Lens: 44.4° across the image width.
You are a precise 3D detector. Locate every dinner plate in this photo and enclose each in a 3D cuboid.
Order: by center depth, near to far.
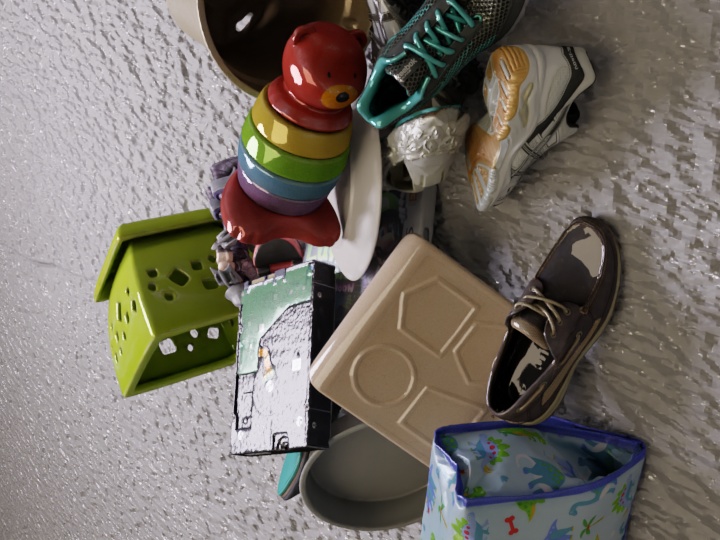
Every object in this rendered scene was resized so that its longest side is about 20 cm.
[{"bbox_3d":[-0.017,-0.091,0.913,0.200,0.024,0.203,180,90,-74],"label":"dinner plate"}]

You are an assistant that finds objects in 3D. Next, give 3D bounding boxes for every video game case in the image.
[{"bbox_3d":[0.000,0.000,0.971,0.199,0.023,0.185,-1,81,50],"label":"video game case"}]

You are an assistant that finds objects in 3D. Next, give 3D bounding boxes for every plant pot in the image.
[{"bbox_3d":[-0.112,-0.288,0.909,0.183,0.198,0.203,31,130,51],"label":"plant pot"},{"bbox_3d":[-0.251,0.034,1.217,0.183,0.197,0.200,61,143,18],"label":"plant pot"}]

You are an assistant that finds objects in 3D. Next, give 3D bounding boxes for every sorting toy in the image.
[{"bbox_3d":[0.076,0.090,0.868,0.199,0.036,0.186,36,104,-2],"label":"sorting toy"}]

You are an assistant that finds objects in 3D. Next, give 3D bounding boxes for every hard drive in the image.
[{"bbox_3d":[-0.086,0.100,0.980,0.139,0.038,0.203,-17,65,44],"label":"hard drive"}]

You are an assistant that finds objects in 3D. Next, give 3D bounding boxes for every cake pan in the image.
[{"bbox_3d":[0.028,0.219,0.991,0.037,0.197,0.202,-102,21,-49],"label":"cake pan"}]

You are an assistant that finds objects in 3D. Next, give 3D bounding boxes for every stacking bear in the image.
[{"bbox_3d":[-0.053,-0.134,0.821,0.201,0.120,0.114,-65,36,38],"label":"stacking bear"}]

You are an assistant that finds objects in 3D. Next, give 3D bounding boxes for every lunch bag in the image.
[{"bbox_3d":[0.162,0.235,0.830,0.128,0.197,0.172,-110,21,-59],"label":"lunch bag"}]

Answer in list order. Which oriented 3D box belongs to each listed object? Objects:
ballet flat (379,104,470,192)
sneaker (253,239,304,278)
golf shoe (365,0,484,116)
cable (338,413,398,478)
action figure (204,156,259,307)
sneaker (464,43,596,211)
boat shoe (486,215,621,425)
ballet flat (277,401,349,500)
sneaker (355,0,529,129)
[{"bbox_3d":[0.056,-0.109,0.835,0.200,0.071,0.073,179,71,-77],"label":"ballet flat"},{"bbox_3d":[-0.081,0.020,1.117,0.087,0.073,0.202,-92,-7,-55],"label":"sneaker"},{"bbox_3d":[0.031,-0.232,0.839,0.094,0.077,0.202,-34,79,52],"label":"golf shoe"},{"bbox_3d":[-0.018,0.164,1.078,0.200,0.069,0.201,40,132,18],"label":"cable"},{"bbox_3d":[-0.155,-0.039,1.105,0.131,0.068,0.202,86,172,-64],"label":"action figure"},{"bbox_3d":[0.145,-0.116,0.764,0.200,0.086,0.077,102,156,-65],"label":"sneaker"},{"bbox_3d":[0.169,0.050,0.779,0.074,0.073,0.202,26,105,33],"label":"boat shoe"},{"bbox_3d":[-0.047,0.195,1.026,0.073,0.073,0.202,37,125,33],"label":"ballet flat"},{"bbox_3d":[0.062,-0.179,0.712,0.077,0.092,0.200,39,141,-5],"label":"sneaker"}]
